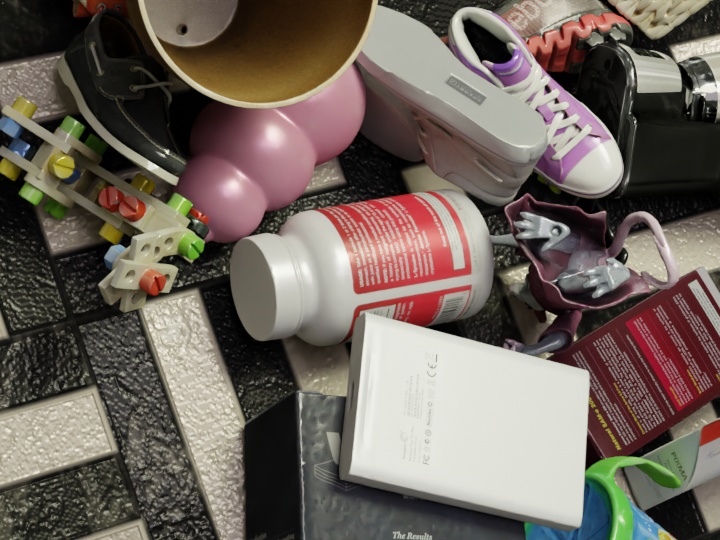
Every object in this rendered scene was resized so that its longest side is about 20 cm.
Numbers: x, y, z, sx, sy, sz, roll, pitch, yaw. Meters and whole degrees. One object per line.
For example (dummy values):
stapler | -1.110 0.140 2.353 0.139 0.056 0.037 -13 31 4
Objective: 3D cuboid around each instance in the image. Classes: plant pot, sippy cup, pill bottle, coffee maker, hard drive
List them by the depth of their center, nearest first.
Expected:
plant pot | -0.108 -0.221 1.522 0.186 0.200 0.187 -2 97 -21
hard drive | 0.084 0.119 1.531 0.200 0.026 0.132 15 65 -21
pill bottle | 0.000 0.000 1.616 0.200 0.112 0.112 -10 77 -28
sippy cup | 0.212 0.254 1.625 0.130 0.178 0.140 30 18 -25
coffee maker | 0.300 -0.111 1.778 0.200 0.135 0.192 -3 85 -21

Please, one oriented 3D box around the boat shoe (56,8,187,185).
boat shoe | -0.181 -0.138 1.543 0.072 0.068 0.200 30 17 -41

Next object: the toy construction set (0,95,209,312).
toy construction set | -0.192 -0.049 1.519 0.092 0.131 0.200 -45 59 3

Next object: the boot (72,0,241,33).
boot | -0.184 -0.232 1.645 0.200 0.075 0.107 41 79 -12

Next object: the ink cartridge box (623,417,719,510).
ink cartridge box | 0.340 0.137 1.678 0.160 0.200 0.047 -19 81 -29

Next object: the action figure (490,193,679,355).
action figure | 0.171 -0.005 1.654 0.149 0.200 0.134 -16 76 -2

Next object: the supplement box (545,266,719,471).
supplement box | 0.247 0.089 1.731 0.200 0.061 0.109 -28 85 -31

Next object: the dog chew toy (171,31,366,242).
dog chew toy | -0.083 -0.107 1.615 0.125 0.125 0.200 38 68 -9

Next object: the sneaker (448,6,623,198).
sneaker | 0.143 -0.141 1.659 0.073 0.114 0.200 -45 84 3

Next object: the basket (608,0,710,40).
basket | 0.286 -0.321 1.819 0.123 0.136 0.200 45 34 -13

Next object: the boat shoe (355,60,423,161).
boat shoe | -0.002 -0.182 1.702 0.200 0.074 0.065 46 64 -6

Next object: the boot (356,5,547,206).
boot | 0.057 -0.131 1.633 0.200 0.096 0.074 38 51 11

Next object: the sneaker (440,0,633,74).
sneaker | 0.143 -0.217 1.787 0.200 0.071 0.098 -14 61 -18

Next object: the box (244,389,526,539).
box | 0.020 0.208 1.549 0.197 0.117 0.200 7 70 -24

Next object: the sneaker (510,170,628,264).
sneaker | 0.179 -0.069 1.741 0.072 0.083 0.200 -31 87 -31
